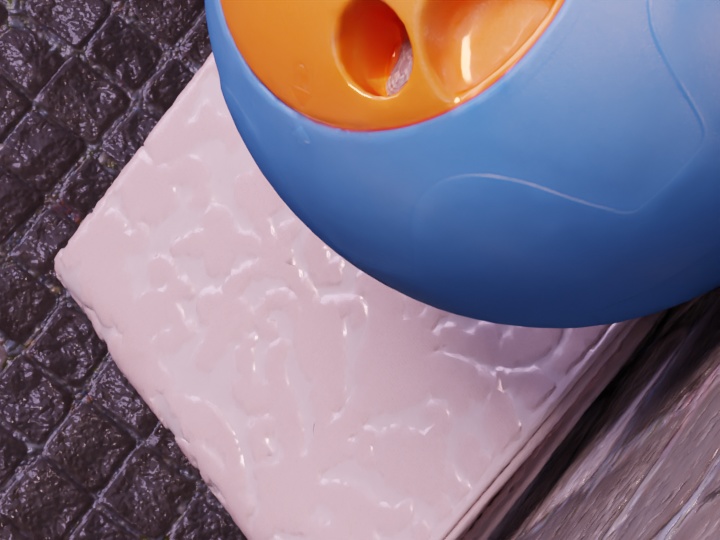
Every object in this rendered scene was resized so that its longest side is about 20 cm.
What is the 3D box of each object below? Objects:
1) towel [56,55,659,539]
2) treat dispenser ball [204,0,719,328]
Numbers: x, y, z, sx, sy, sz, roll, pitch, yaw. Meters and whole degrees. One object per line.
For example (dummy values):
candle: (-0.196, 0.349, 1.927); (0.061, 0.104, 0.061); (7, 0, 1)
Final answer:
towel: (0.000, 0.000, 0.942); (0.191, 0.200, 0.032); (-51, -32, 19)
treat dispenser ball: (0.054, -0.084, 0.780); (0.201, 0.201, 0.201); (-53, 0, 0)
